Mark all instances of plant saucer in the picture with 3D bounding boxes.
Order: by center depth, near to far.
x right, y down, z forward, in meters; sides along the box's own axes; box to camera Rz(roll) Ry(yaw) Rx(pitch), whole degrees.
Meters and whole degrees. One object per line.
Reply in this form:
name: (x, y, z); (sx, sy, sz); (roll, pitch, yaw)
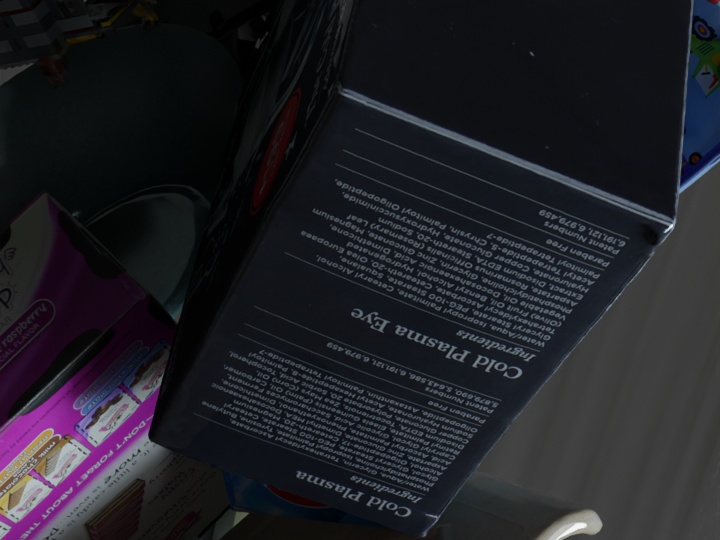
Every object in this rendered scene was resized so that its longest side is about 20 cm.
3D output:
plant saucer: (-0.108, -0.002, 0.753); (0.201, 0.039, 0.201); (-39, 156, -21)

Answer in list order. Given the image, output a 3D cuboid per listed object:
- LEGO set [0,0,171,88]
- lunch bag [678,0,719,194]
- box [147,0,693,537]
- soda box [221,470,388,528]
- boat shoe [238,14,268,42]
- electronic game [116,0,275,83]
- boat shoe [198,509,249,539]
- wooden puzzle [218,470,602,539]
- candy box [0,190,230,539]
LEGO set: (-0.061, -0.147, 0.659); (0.116, 0.153, 0.200); (63, 32, -28)
lunch bag: (0.112, -0.063, 0.794); (0.200, 0.094, 0.151); (-54, 179, 22)
box: (0.022, -0.051, 0.636); (0.182, 0.104, 0.201); (121, -14, -48)
soda box: (0.000, 0.000, 0.765); (0.064, 0.067, 0.201); (81, 18, -47)
boat shoe: (-0.030, -0.125, 0.896); (0.075, 0.060, 0.200); (-32, 152, -12)
electronic game: (-0.065, -0.064, 0.830); (0.200, 0.042, 0.200); (-37, 155, -20)
boat shoe: (-0.077, 0.066, 0.875); (0.075, 0.068, 0.201); (111, -10, -49)
wooden puzzle: (-0.024, 0.141, 0.728); (0.200, 0.185, 0.046); (-35, 108, -19)
candy box: (-0.115, 0.069, 0.727); (0.136, 0.061, 0.200); (-44, 157, -6)
